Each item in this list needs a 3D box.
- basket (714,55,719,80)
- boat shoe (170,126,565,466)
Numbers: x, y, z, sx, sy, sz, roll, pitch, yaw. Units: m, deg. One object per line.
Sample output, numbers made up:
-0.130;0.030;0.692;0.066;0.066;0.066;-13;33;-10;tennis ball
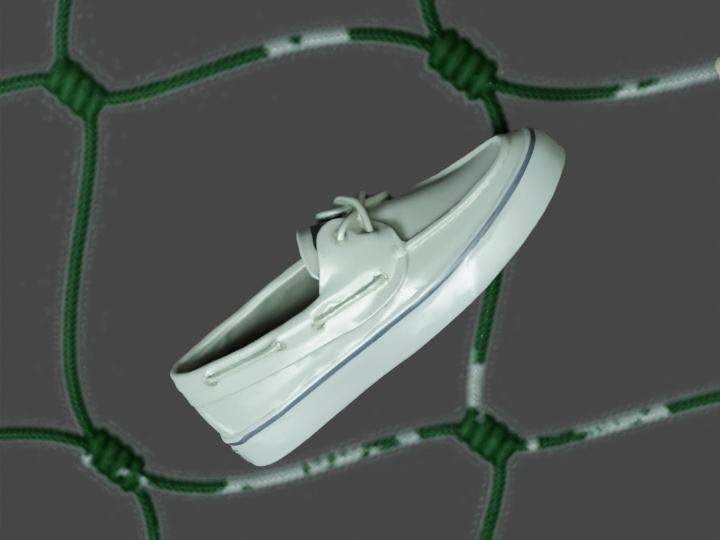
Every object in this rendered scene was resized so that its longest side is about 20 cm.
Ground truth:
0.260;-0.036;0.911;0.199;0.198;0.161;-25;104;8;basket
0.000;0.000;0.986;0.200;0.072;0.066;-41;110;21;boat shoe
